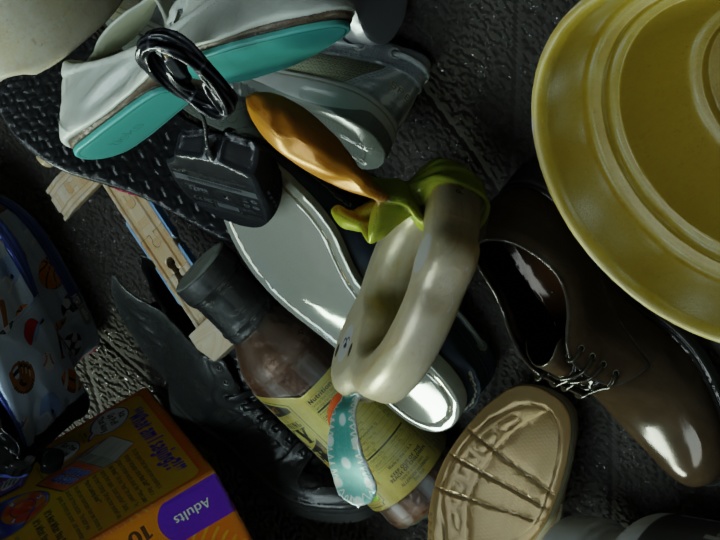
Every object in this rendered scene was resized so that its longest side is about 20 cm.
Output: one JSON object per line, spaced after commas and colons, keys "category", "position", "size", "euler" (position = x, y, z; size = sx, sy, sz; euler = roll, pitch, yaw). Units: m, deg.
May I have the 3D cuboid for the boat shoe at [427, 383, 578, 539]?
{"category": "boat shoe", "position": [0.080, 0.149, 1.397], "size": [0.073, 0.069, 0.201], "euler": [31, 114, 20]}

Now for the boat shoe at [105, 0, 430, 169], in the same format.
{"category": "boat shoe", "position": [-0.054, -0.116, 1.317], "size": [0.201, 0.065, 0.075], "euler": [20, 156, 34]}

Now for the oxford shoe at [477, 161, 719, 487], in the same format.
{"category": "oxford shoe", "position": [0.124, 0.046, 1.271], "size": [0.200, 0.084, 0.073], "euler": [50, 137, -6]}

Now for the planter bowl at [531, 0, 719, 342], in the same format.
{"category": "planter bowl", "position": [0.186, -0.068, 1.128], "size": [0.199, 0.083, 0.202], "euler": [22, 134, 25]}

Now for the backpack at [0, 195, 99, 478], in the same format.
{"category": "backpack", "position": [-0.274, 0.028, 1.541], "size": [0.199, 0.154, 0.191], "euler": [-2, 128, 34]}

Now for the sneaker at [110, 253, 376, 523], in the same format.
{"category": "sneaker", "position": [-0.068, 0.072, 1.469], "size": [0.199, 0.060, 0.105], "euler": [29, 140, 28]}

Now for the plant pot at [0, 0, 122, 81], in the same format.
{"category": "plant pot", "position": [-0.224, -0.204, 1.304], "size": [0.199, 0.201, 0.184], "euler": [-2, 131, 41]}

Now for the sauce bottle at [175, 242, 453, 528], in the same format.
{"category": "sauce bottle", "position": [-0.025, 0.065, 1.405], "size": [0.200, 0.065, 0.065], "euler": [45, 140, -12]}

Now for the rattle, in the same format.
{"category": "rattle", "position": [-0.023, 0.022, 1.255], "size": [0.142, 0.131, 0.200], "euler": [9, 135, -27]}

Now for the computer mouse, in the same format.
{"category": "computer mouse", "position": [-0.077, -0.078, 1.242], "size": [0.058, 0.034, 0.200], "euler": [17, 160, 14]}

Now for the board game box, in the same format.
{"category": "board game box", "position": [-0.155, 0.229, 1.503], "size": [0.201, 0.199, 0.200], "euler": [63, 171, -18]}

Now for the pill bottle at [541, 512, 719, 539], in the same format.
{"category": "pill bottle", "position": [0.195, 0.196, 1.304], "size": [0.199, 0.116, 0.117], "euler": [5, 125, 37]}

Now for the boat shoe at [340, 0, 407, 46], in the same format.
{"category": "boat shoe", "position": [-0.033, -0.207, 1.219], "size": [0.069, 0.071, 0.201], "euler": [8, 133, 32]}

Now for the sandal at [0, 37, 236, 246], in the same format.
{"category": "sandal", "position": [-0.129, -0.075, 1.395], "size": [0.199, 0.075, 0.045], "euler": [31, -179, -3]}

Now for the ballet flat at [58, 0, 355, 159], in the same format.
{"category": "ballet flat", "position": [-0.090, -0.121, 1.252], "size": [0.199, 0.069, 0.070], "euler": [-24, 105, 36]}

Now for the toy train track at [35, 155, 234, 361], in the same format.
{"category": "toy train track", "position": [-0.139, -0.032, 1.433], "size": [0.115, 0.032, 0.201], "euler": [-41, 79, 36]}

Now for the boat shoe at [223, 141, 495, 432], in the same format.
{"category": "boat shoe", "position": [0.000, 0.000, 1.354], "size": [0.200, 0.062, 0.075], "euler": [45, 137, 1]}
